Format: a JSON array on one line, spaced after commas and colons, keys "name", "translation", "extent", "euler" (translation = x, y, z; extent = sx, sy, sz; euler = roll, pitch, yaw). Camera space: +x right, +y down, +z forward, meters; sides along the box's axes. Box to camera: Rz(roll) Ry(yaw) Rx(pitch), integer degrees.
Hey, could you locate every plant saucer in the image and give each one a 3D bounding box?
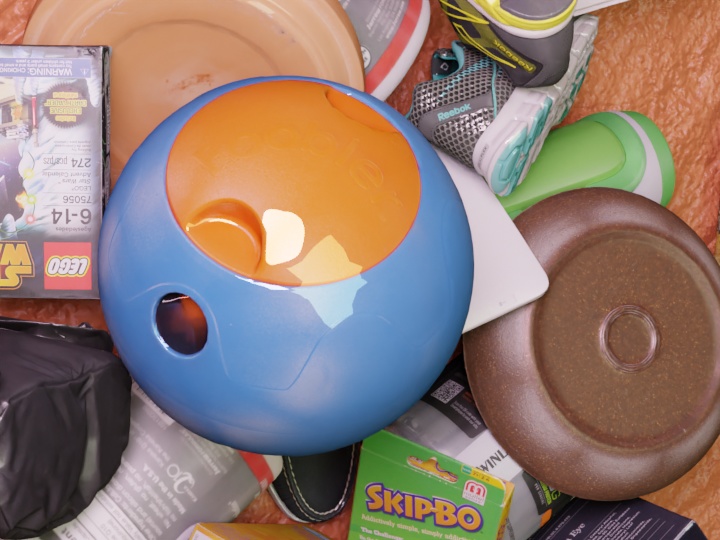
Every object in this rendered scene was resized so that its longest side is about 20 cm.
[{"name": "plant saucer", "translation": [0.163, 0.044, 1.054], "extent": [0.199, 0.037, 0.202], "euler": [3, 82, -20]}, {"name": "plant saucer", "translation": [-0.097, -0.102, 0.957], "extent": [0.199, 0.032, 0.201], "euler": [1, 131, 1]}]

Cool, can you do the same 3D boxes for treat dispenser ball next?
[{"name": "treat dispenser ball", "translation": [-0.039, -0.002, 0.888], "extent": [0.200, 0.201, 0.202], "euler": [-4, 99, -27]}]

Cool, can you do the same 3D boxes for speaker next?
[{"name": "speaker", "translation": [0.111, -0.046, 1.115], "extent": [0.199, 0.088, 0.089], "euler": [-19, 105, -24]}]

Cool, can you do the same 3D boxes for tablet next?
[{"name": "tablet", "translation": [0.000, 0.000, 1.013], "extent": [0.199, 0.014, 0.130], "euler": [-24, 63, -16]}]

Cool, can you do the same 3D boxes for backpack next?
[{"name": "backpack", "translation": [-0.241, 0.081, 0.887], "extent": [0.167, 0.199, 0.127], "euler": [5, 92, -72]}]

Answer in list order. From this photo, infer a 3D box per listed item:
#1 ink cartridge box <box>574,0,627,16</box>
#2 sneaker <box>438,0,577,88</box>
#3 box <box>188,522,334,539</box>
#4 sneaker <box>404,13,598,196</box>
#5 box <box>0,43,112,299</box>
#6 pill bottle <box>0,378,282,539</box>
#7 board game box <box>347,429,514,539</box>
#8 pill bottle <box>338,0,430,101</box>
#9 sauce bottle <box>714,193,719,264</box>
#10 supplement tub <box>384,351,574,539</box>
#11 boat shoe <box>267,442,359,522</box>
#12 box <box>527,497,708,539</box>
[{"name": "ink cartridge box", "translation": [0.134, -0.275, 1.096], "extent": [0.144, 0.084, 0.201], "euler": [-19, 105, -24]}, {"name": "sneaker", "translation": [0.065, -0.181, 1.029], "extent": [0.074, 0.200, 0.085], "euler": [-23, 137, -12]}, {"name": "box", "translation": [-0.072, 0.216, 1.026], "extent": [0.120, 0.041, 0.200], "euler": [-64, 161, 0]}, {"name": "sneaker", "translation": [0.092, -0.127, 1.077], "extent": [0.200, 0.091, 0.078], "euler": [-49, 161, -54]}, {"name": "box", "translation": [-0.236, -0.055, 0.908], "extent": [0.199, 0.040, 0.138], "euler": [0, 98, -1]}, {"name": "pill bottle", "translation": [-0.153, 0.145, 0.986], "extent": [0.200, 0.114, 0.114], "euler": [-43, 114, -16]}, {"name": "board game box", "translation": [0.038, 0.181, 1.057], "extent": [0.030, 0.095, 0.201], "euler": [-52, 157, -45]}, {"name": "pill bottle", "translation": [-0.064, -0.179, 0.987], "extent": [0.200, 0.116, 0.116], "euler": [36, 80, -26]}, {"name": "sauce bottle", "translation": [0.295, -0.064, 1.225], "extent": [0.064, 0.065, 0.201], "euler": [1, 95, -28]}, {"name": "supplement tub", "translation": [0.117, 0.092, 1.117], "extent": [0.200, 0.122, 0.123], "euler": [-38, 112, -18]}, {"name": "boat shoe", "translation": [-0.031, 0.071, 1.070], "extent": [0.075, 0.060, 0.201], "euler": [-14, 103, -25]}, {"name": "box", "translation": [0.186, 0.247, 1.141], "extent": [0.104, 0.182, 0.200], "euler": [-44, 115, -16]}]
